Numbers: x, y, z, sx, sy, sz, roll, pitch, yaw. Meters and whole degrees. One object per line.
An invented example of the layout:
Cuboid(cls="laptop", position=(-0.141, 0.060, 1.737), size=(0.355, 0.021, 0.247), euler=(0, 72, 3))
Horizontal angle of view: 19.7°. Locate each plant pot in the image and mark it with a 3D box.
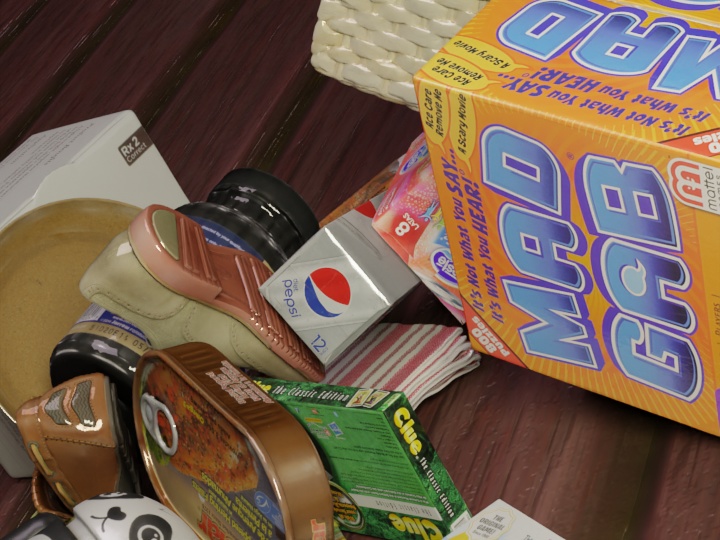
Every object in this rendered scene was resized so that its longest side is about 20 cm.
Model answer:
Cuboid(cls="plant pot", position=(-0.180, 0.045, 1.449), size=(0.200, 0.200, 0.027), euler=(-46, 0, -34))

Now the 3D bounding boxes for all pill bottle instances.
Cuboid(cls="pill bottle", position=(-0.113, 0.026, 1.405), size=(0.111, 0.112, 0.200), euler=(-6, 38, 46))

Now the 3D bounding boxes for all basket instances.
Cuboid(cls="basket", position=(0.093, -0.202, 1.335), size=(0.199, 0.199, 0.161), euler=(23, 25, 30))

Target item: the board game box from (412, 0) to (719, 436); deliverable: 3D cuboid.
Cuboid(cls="board game box", position=(0.180, -0.061, 1.161), size=(0.199, 0.201, 0.200), euler=(18, 49, 34))

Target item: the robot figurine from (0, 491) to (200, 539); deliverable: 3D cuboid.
Cuboid(cls="robot figurine", position=(-0.172, 0.215, 1.185), size=(0.200, 0.151, 0.125), euler=(-37, -5, -13))

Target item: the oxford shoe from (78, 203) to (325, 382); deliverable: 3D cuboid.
Cuboid(cls="oxford shoe", position=(-0.097, 0.027, 1.312), size=(0.074, 0.200, 0.071), euler=(-34, 46, 18))

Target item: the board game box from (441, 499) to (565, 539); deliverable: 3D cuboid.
Cuboid(cls="board game box", position=(0.071, 0.193, 1.035), size=(0.134, 0.034, 0.200), euler=(-33, 23, -16))

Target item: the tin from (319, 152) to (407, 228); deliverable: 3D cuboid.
Cuboid(cls="tin", position=(0.027, -0.038, 1.599), size=(0.200, 0.042, 0.112), euler=(-40, 20, -21))

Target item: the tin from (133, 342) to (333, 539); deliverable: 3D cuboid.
Cuboid(cls="tin", position=(-0.075, 0.116, 1.212), size=(0.042, 0.113, 0.200), euler=(-10, 28, -29))

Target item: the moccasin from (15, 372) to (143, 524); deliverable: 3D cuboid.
Cuboid(cls="moccasin", position=(-0.179, 0.133, 1.317), size=(0.077, 0.202, 0.074), euler=(-10, 66, -3))

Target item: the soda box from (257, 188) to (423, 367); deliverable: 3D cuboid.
Cuboid(cls="soda box", position=(0.000, 0.000, 1.378), size=(0.063, 0.068, 0.200), euler=(-42, -2, 16))

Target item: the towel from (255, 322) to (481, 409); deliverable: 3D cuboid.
Cuboid(cls="towel", position=(-0.024, 0.091, 1.406), size=(0.146, 0.030, 0.200), euler=(-42, 22, -27))

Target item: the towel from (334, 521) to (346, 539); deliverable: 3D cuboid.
Cuboid(cls="towel", position=(-0.028, 0.205, 1.175), size=(0.086, 0.018, 0.200), euler=(-33, 22, -3))

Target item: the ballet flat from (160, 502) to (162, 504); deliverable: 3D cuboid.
Cuboid(cls="ballet flat", position=(-0.188, 0.204, 1.305), size=(0.199, 0.071, 0.069), euler=(-30, 27, 2))

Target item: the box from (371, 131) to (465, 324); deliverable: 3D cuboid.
Cuboid(cls="box", position=(0.086, -0.058, 1.425), size=(0.103, 0.095, 0.200), euler=(-41, 8, 21))

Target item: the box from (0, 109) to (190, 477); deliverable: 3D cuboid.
Cuboid(cls="box", position=(-0.219, 0.019, 1.571), size=(0.130, 0.201, 0.199), euler=(-9, 30, 45))

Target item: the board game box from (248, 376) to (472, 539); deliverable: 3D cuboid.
Cuboid(cls="board game box", position=(-0.019, 0.113, 1.245), size=(0.023, 0.105, 0.199), euler=(-39, 24, -30))
